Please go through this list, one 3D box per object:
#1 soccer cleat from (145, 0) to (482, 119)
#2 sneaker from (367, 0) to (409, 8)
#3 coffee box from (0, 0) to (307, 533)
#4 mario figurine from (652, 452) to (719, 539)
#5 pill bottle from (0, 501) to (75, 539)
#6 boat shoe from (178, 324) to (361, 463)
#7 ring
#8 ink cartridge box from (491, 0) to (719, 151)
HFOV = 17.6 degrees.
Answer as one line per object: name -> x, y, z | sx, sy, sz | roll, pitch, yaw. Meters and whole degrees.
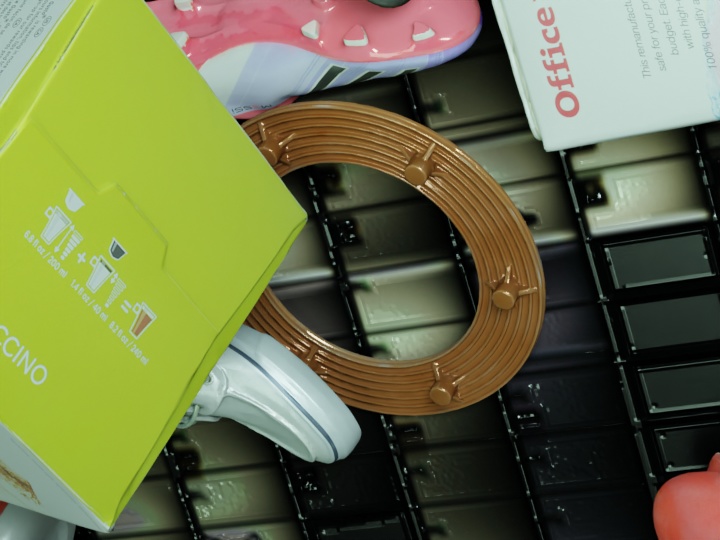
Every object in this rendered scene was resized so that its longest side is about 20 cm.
soccer cleat -> -0.031, -0.114, 1.193 | 0.200, 0.067, 0.076 | -6, 149, 15
sneaker -> 0.002, -0.233, 1.102 | 0.115, 0.076, 0.200 | -29, 92, 25
coffee box -> -0.186, -0.022, 1.141 | 0.198, 0.200, 0.200 | 11, 150, 41
mario figurine -> 0.250, 0.123, 1.184 | 0.200, 0.106, 0.124 | 1, 76, 11
pill bottle -> -0.275, 0.138, 1.369 | 0.200, 0.112, 0.113 | 22, 119, 12
boat shoe -> -0.095, 0.056, 1.273 | 0.200, 0.067, 0.074 | 34, 157, 15
ring -> 0.000, 0.000, 1.224 | 0.200, 0.019, 0.201 | 14, 131, 16
ink cartridge box -> 0.164, -0.149, 1.073 | 0.200, 0.088, 0.145 | -10, 108, 24
